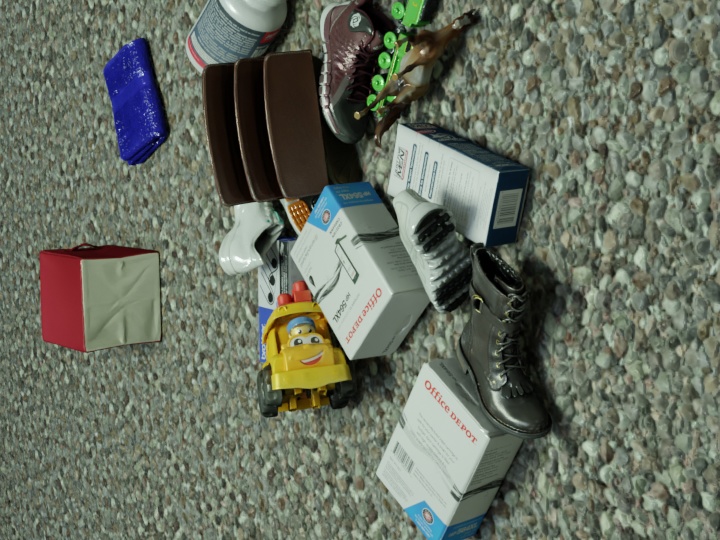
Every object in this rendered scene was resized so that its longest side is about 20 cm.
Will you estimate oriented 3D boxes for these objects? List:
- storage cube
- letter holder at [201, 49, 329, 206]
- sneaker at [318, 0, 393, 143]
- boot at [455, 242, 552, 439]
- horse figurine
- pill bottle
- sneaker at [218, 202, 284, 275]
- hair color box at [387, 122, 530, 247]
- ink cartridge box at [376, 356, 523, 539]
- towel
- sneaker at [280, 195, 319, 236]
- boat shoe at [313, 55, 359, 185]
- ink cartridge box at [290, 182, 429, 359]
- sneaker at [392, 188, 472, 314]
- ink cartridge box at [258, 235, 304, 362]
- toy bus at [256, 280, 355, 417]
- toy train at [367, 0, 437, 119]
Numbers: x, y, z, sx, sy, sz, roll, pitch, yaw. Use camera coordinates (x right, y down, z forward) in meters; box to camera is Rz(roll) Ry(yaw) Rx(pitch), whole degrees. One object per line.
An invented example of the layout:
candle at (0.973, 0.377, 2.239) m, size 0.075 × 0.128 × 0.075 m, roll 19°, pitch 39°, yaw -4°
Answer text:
storage cube at (-0.494, 0.052, 2.233) m, size 0.178 × 0.169 × 0.204 m, roll 6°, pitch 99°, yaw 50°
letter holder at (-0.137, -0.199, 1.656) m, size 0.100 × 0.140 × 0.204 m, roll 2°, pitch 101°, yaw 56°
sneaker at (0.000, -0.285, 1.633) m, size 0.115 × 0.075 × 0.204 m, roll -9°, pitch 87°, yaw 49°
boot at (0.176, 0.086, 1.423) m, size 0.201 × 0.068 × 0.176 m, roll 53°, pitch 150°, yaw 36°
horse figurine at (0.064, -0.253, 1.519) m, size 0.050 × 0.132 × 0.201 m, roll 43°, pitch 137°, yaw 12°
pill bottle at (-0.181, -0.394, 1.811) m, size 0.200 × 0.118 × 0.121 m, roll -48°, pitch 59°, yaw 44°
sneaker at (-0.155, -0.084, 1.834) m, size 0.087 × 0.075 × 0.203 m, roll -8°, pitch 58°, yaw 30°
hair color box at (0.123, -0.114, 1.507) m, size 0.199 × 0.060 × 0.102 m, roll 33°, pitch 121°, yaw 45°
ink cartridge box at (0.118, 0.236, 1.540) m, size 0.146 × 0.083 × 0.202 m, roll 48°, pitch 129°, yaw 36°
towel at (-0.426, -0.314, 2.192) m, size 0.147 × 0.049 × 0.203 m, roll -32°, pitch 69°, yaw 50°
sneaker at (-0.101, -0.129, 1.799) m, size 0.092 × 0.075 × 0.203 m, roll 126°, pitch 126°, yaw -67°
boat shoe at (-0.062, -0.213, 1.720) m, size 0.064 × 0.072 × 0.204 m, roll -25°, pitch 75°, yaw 45°
ink cartridge box at (0.000, 0.000, 1.648) m, size 0.201 × 0.083 × 0.147 m, roll 58°, pitch 136°, yaw 29°
sneaker at (0.093, -0.026, 1.495) m, size 0.081 × 0.075 × 0.201 m, roll 44°, pitch 163°, yaw 43°
ink cartridge box at (-0.120, 0.049, 1.854) m, size 0.093 × 0.044 × 0.204 m, roll 10°, pitch 103°, yaw 52°
toy bus at (-0.086, 0.107, 1.718) m, size 0.200 × 0.133 × 0.196 m, roll 120°, pitch 145°, yaw -73°
toy train at (0.058, -0.296, 1.584) m, size 0.056 × 0.041 × 0.203 m, roll 33°, pitch 121°, yaw 32°
